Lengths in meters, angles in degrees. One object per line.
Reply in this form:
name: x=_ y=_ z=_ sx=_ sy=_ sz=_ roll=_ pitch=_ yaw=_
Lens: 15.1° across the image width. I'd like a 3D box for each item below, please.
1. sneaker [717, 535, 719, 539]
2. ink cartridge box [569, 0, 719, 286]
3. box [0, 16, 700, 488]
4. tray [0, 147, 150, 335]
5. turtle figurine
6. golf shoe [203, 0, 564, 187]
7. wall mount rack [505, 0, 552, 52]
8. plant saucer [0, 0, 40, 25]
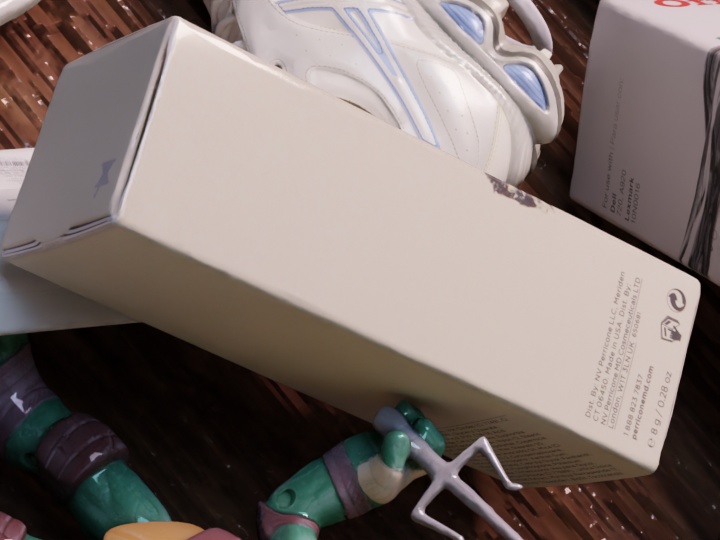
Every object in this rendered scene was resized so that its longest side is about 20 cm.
sneaker: x=0.184 y=0.080 z=0.921 sx=0.090 sy=0.066 sz=0.200 roll=34 pitch=45 yaw=7
ink cartridge box: x=0.186 y=-0.036 z=0.937 sx=0.146 sy=0.084 sz=0.200 roll=-5 pitch=22 yaw=-28
box: x=0.000 y=0.000 z=0.822 sx=0.200 sy=0.082 sz=0.068 roll=26 pitch=69 yaw=-27
tray: x=-0.100 y=-0.015 z=0.858 sx=0.200 sy=0.022 sz=0.107 roll=-5 pitch=28 yaw=-32
turtle figurine: x=-0.050 y=0.089 z=0.782 sx=0.200 sy=0.101 sz=0.150 roll=25 pitch=26 yaw=18
golf shoe: x=-0.026 y=-0.089 z=0.958 sx=0.200 sy=0.078 sz=0.097 roll=39 pitch=61 yaw=16
wall mount rack: x=0.014 y=-0.171 z=0.974 sx=0.200 sy=0.174 sz=0.075 roll=40 pitch=75 yaw=9
plant saucer: x=-0.192 y=-0.141 z=0.934 sx=0.200 sy=0.050 sz=0.200 roll=13 pitch=49 yaw=-16
